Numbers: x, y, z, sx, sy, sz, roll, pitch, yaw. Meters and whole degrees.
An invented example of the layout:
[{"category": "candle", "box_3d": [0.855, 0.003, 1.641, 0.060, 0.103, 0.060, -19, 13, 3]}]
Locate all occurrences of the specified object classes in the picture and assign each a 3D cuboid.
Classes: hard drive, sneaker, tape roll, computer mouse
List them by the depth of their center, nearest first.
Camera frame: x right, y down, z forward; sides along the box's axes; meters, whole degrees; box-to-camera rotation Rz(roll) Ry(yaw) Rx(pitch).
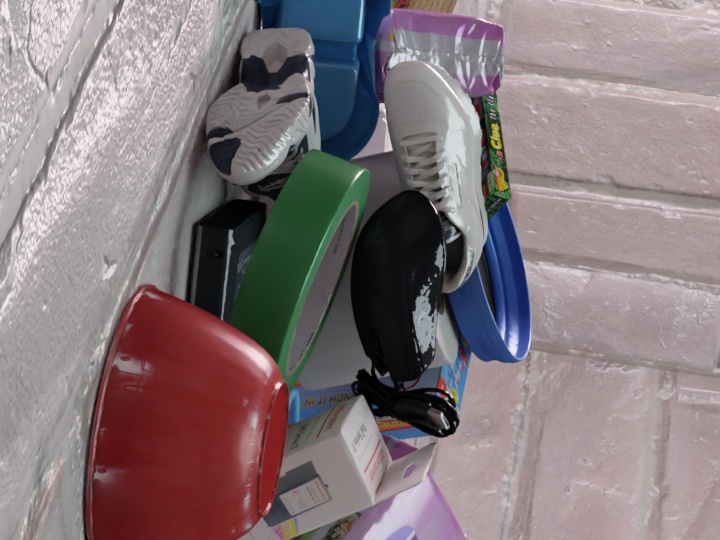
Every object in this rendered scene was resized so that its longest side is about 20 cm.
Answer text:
[{"category": "tape roll", "box_3d": [-0.050, 0.006, 1.500, 0.200, 0.048, 0.201, 21, 90, -84]}, {"category": "sneaker", "box_3d": [-0.071, -0.093, 1.522, 0.199, 0.079, 0.130, -89, 174, -55]}, {"category": "hard drive", "box_3d": [-0.113, 0.052, 1.552, 0.140, 0.033, 0.201, -51, 149, -77]}, {"category": "computer mouse", "box_3d": [0.027, 0.034, 1.582, 0.138, 0.053, 0.201, 17, -72, 54]}, {"category": "sneaker", "box_3d": [0.064, -0.080, 1.616, 0.081, 0.076, 0.200, -64, 141, -56]}, {"category": "tape roll", "box_3d": [0.000, 0.000, 1.749, 0.203, 0.139, 0.203, -12, 90, -79]}]

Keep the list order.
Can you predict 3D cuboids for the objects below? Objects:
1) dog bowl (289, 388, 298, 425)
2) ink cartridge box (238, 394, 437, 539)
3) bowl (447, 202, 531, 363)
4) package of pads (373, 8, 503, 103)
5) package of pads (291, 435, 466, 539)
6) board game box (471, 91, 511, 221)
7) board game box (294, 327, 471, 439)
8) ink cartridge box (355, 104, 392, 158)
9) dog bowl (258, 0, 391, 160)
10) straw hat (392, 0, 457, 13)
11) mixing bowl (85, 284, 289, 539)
[{"category": "dog bowl", "box_3d": [-0.092, 0.191, 1.752, 0.112, 0.049, 0.201, -61, 157, -71]}, {"category": "ink cartridge box", "box_3d": [-0.045, 0.162, 1.536, 0.067, 0.200, 0.117, 65, 12, -7]}, {"category": "bowl", "box_3d": [0.116, -0.007, 1.838, 0.201, 0.039, 0.201, -13, 90, -73]}, {"category": "package of pads", "box_3d": [0.032, -0.192, 1.737, 0.200, 0.120, 0.076, 8, -88, 64]}, {"category": "package of pads", "box_3d": [-0.001, 0.250, 1.609, 0.200, 0.076, 0.121, -51, 129, -28]}, {"category": "board game box", "box_3d": [0.091, -0.121, 1.749, 0.105, 0.023, 0.200, -50, -144, 45]}, {"category": "board game box", "box_3d": [0.009, 0.079, 1.874, 0.196, 0.199, 0.056, -75, 147, -43]}, {"category": "ink cartridge box", "box_3d": [-0.002, -0.132, 2.028, 0.200, 0.083, 0.146, -65, 162, -67]}, {"category": "dog bowl", "box_3d": [-0.036, -0.188, 1.620, 0.050, 0.111, 0.201, -110, -155, -74]}, {"category": "straw hat", "box_3d": [0.009, -0.289, 1.914, 0.085, 0.201, 0.202, 24, 69, -39]}, {"category": "mixing bowl", "box_3d": [-0.111, 0.116, 1.336, 0.200, 0.108, 0.201, 9, 90, -84]}]
